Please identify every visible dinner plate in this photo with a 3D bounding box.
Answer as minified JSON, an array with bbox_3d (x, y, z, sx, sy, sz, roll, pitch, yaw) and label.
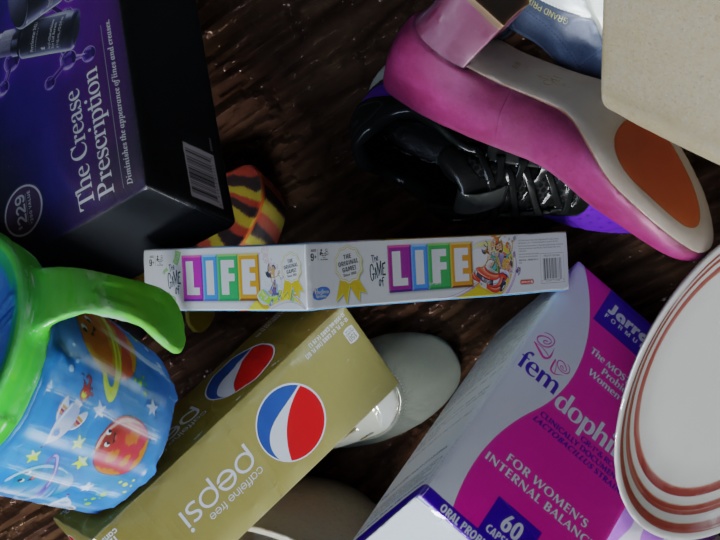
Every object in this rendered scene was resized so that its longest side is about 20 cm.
[{"bbox_3d":[0.208,0.056,0.980,0.024,0.199,0.201,33,129,47],"label":"dinner plate"}]

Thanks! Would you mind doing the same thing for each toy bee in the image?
[{"bbox_3d":[-0.137,0.012,1.111,0.199,0.109,0.131,-26,147,36],"label":"toy bee"}]

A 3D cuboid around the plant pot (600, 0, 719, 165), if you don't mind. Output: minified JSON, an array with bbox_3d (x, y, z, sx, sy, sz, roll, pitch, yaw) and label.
[{"bbox_3d":[0.219,-0.150,0.864,0.176,0.200,0.201,9,117,23],"label":"plant pot"}]

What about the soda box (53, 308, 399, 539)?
[{"bbox_3d":[-0.076,0.104,1.034,0.064,0.200,0.068,54,160,-21],"label":"soda box"}]

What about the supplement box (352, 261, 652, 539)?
[{"bbox_3d":[0.094,0.108,1.007,0.101,0.200,0.103,40,141,-2],"label":"supplement box"}]

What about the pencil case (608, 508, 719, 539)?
[{"bbox_3d":[0.141,0.170,1.096,0.199,0.086,0.084,23,123,7],"label":"pencil case"}]

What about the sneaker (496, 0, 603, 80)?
[{"bbox_3d":[0.097,-0.173,0.962,0.084,0.075,0.201,-16,104,32],"label":"sneaker"}]

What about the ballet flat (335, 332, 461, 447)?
[{"bbox_3d":[-0.029,0.094,1.135,0.199,0.064,0.068,-18,106,26],"label":"ballet flat"}]

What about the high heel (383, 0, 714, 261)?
[{"bbox_3d":[0.099,-0.067,0.953,0.200,0.067,0.096,50,138,9],"label":"high heel"}]

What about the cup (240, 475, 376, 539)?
[{"bbox_3d":[-0.045,0.212,1.149,0.199,0.143,0.202,7,116,16],"label":"cup"}]

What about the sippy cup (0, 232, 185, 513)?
[{"bbox_3d":[-0.175,0.067,0.959,0.177,0.140,0.130,8,163,46],"label":"sippy cup"}]

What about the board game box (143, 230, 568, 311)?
[{"bbox_3d":[0.000,0.000,0.983,0.134,0.199,0.034,-2,91,46],"label":"board game box"}]

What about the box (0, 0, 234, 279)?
[{"bbox_3d":[-0.161,-0.094,1.025,0.141,0.079,0.201,-28,60,30],"label":"box"}]

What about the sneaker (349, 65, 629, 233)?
[{"bbox_3d":[0.083,-0.053,1.004,0.199,0.100,0.070,17,120,13],"label":"sneaker"}]
